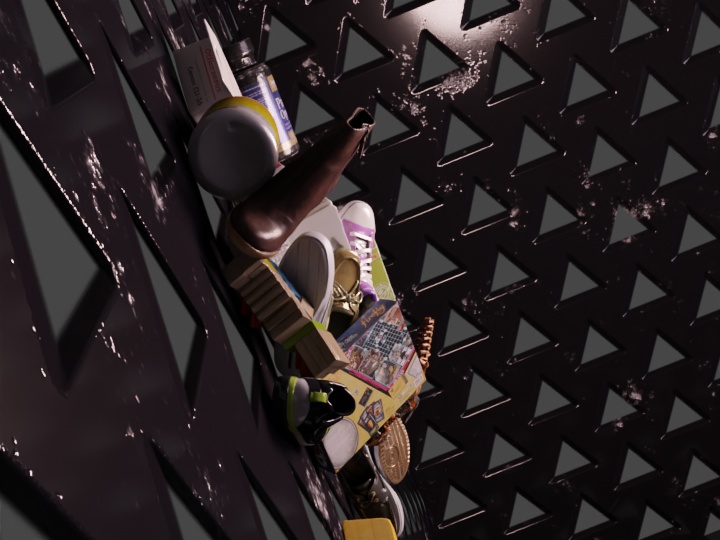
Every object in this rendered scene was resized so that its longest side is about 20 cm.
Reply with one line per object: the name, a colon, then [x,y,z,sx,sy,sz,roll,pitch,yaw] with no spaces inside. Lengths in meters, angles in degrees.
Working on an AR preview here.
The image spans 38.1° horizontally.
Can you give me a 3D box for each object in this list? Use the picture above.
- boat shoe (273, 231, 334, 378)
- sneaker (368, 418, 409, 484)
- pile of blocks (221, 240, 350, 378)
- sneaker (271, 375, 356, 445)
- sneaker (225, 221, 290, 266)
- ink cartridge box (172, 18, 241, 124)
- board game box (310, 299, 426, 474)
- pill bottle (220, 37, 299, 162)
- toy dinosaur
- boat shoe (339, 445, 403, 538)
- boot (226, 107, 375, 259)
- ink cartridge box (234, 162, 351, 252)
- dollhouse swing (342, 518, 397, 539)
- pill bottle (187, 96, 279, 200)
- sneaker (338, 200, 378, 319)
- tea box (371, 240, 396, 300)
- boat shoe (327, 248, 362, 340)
boat shoe: [-0.068,0.038,1.287,0.062,0.071,0.203,-47,153,-58]
sneaker: [0.004,0.239,1.629,0.107,0.070,0.203,-1,-64,44]
pile of blocks: [-0.096,0.051,1.208,0.201,0.062,0.082,53,7,-7]
sneaker: [-0.043,0.167,1.214,0.200,0.081,0.073,48,44,-74]
sneaker: [-0.122,-0.013,1.311,0.079,0.079,0.200,13,-25,38]
ink cartridge box: [-0.204,-0.242,1.462,0.201,0.067,0.118,70,0,-63]
board game box: [-0.002,0.151,1.387,0.034,0.200,0.137,10,-50,44]
pill bottle: [-0.184,-0.271,1.714,0.112,0.110,0.203,-105,174,-76]
toy dinosaur: [0.042,0.158,1.523,0.135,0.203,0.102,28,-12,-30]
boat shoe: [0.004,0.322,1.567,0.202,0.068,0.057,64,10,-5]
boot: [-0.066,-0.107,1.179,0.072,0.167,0.200,41,26,-1]
ink cartridge box: [-0.095,-0.055,1.475,0.200,0.083,0.147,38,-26,53]
dollhouse swing: [0.096,0.421,1.371,0.182,0.173,0.202,-108,176,-60]
pill bottle: [-0.155,-0.158,1.305,0.200,0.108,0.111,-104,173,-74]
sneaker: [0.001,0.000,1.515,0.114,0.072,0.204,9,-94,58]
tea box: [-0.035,0.028,1.858,0.199,0.132,0.200,69,-13,-20]
boat shoe: [-0.037,0.072,1.394,0.072,0.204,0.063,20,1,-33]
